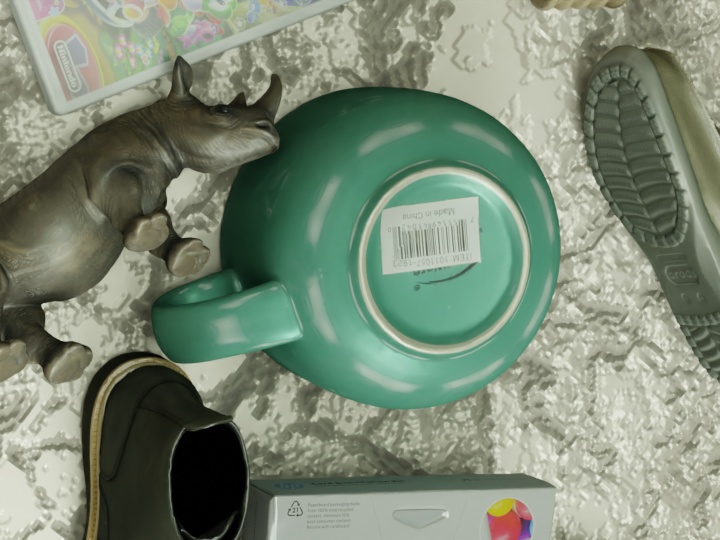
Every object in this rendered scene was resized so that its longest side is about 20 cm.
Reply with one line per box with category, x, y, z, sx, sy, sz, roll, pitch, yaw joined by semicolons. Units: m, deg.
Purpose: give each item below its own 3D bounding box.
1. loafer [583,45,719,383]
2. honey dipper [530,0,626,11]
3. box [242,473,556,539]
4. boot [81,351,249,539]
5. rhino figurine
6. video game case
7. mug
loafer;0.180;-0.034;1.123;0.069;0.075;0.201;-36;112;-25
honey dipper;0.180;-0.156;1.124;0.199;0.038;0.038;-4;98;-24
box;0.014;0.202;1.052;0.155;0.041;0.202;1;97;-25
boot;-0.086;0.148;1.001;0.077;0.138;0.202;-12;101;-19
rhino figurine;-0.113;-0.031;1.003;0.200;0.087;0.060;-41;143;-13
video game case;-0.080;-0.176;1.031;0.199;0.018;0.144;-23;103;-17
mug;0.010;0.002;1.033;0.152;0.114;0.186;38;82;-20
